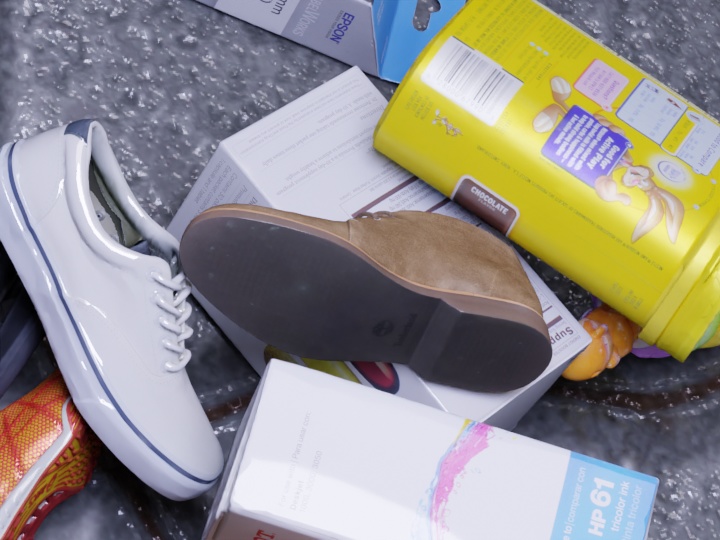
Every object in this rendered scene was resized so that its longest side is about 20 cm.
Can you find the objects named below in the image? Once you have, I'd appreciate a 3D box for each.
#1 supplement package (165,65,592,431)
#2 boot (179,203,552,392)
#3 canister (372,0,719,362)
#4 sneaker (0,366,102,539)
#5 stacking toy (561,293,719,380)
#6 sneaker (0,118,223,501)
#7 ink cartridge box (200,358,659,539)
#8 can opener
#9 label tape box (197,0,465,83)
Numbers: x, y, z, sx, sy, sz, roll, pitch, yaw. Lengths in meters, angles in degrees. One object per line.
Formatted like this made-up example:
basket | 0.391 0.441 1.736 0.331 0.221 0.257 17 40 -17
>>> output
supplement package | 0.006 0.013 1.518 0.109 0.114 0.200 -32 76 -37
boot | 0.000 0.000 1.419 0.200 0.074 0.076 18 41 -22
canister | 0.120 -0.058 1.492 0.200 0.087 0.149 34 34 5
sneaker | -0.182 0.097 1.408 0.077 0.073 0.200 23 44 14
stacking toy | 0.172 0.011 1.587 0.200 0.116 0.110 -31 77 -39
sneaker | -0.114 0.020 1.395 0.200 0.071 0.073 61 25 -9
ink cartridge box | 0.027 0.127 1.381 0.200 0.145 0.085 17 68 -5
can opener | -0.176 0.013 1.442 0.063 0.079 0.200 12 44 8
label tape box | -0.020 -0.205 1.680 0.200 0.066 0.144 21 53 -9
